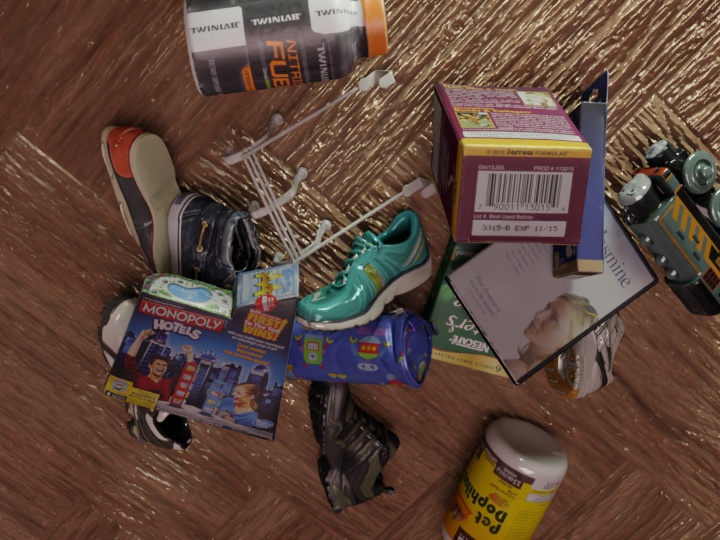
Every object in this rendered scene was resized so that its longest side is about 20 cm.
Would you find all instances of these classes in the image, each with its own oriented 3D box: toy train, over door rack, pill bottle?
[{"bbox_3d":[0.363,-0.045,1.252,0.114,0.085,0.200,-48,112,-13],"label":"toy train"},{"bbox_3d":[-0.034,-0.109,1.229,0.198,0.067,0.149,-27,116,-4],"label":"over door rack"},{"bbox_3d":[-0.072,-0.240,1.139,0.196,0.107,0.108,-8,116,0],"label":"pill bottle"},{"bbox_3d":[0.168,0.291,1.398,0.108,0.110,0.202,17,113,-11],"label":"pill bottle"}]

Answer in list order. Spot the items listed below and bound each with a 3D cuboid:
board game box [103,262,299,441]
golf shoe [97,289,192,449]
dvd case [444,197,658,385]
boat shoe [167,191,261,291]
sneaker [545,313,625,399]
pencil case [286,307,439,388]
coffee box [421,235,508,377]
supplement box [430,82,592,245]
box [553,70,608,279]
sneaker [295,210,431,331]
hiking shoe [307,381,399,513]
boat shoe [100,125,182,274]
[{"bbox_3d":[-0.148,0.069,1.202,0.197,0.062,0.201,18,123,-17],"label":"board game box"},{"bbox_3d":[-0.234,0.116,1.293,0.077,0.094,0.203,-35,127,-33],"label":"golf shoe"},{"bbox_3d":[0.210,0.010,1.244,0.199,0.018,0.144,-35,92,-4],"label":"dvd case"},{"bbox_3d":[-0.157,0.017,1.246,0.090,0.071,0.203,19,127,30],"label":"boat shoe"},{"bbox_3d":[0.266,0.046,1.322,0.086,0.075,0.204,-6,110,-33],"label":"sneaker"},{"bbox_3d":[-0.015,0.083,1.269,0.197,0.078,0.089,0,100,27],"label":"pencil case"},{"bbox_3d":[0.148,0.018,1.306,0.121,0.044,0.203,15,113,-10],"label":"coffee box"},{"bbox_3d":[0.146,-0.112,1.158,0.128,0.201,0.105,1,116,-4],"label":"supplement box"},{"bbox_3d":[0.227,-0.096,1.177,0.032,0.121,0.204,3,86,-1],"label":"box"},{"bbox_3d":[0.000,0.000,1.231,0.077,0.199,0.081,18,130,37],"label":"sneaker"},{"bbox_3d":[-0.005,0.194,1.373,0.099,0.076,0.203,-12,120,-14],"label":"hiking shoe"},{"bbox_3d":[-0.229,-0.067,1.234,0.062,0.071,0.202,15,135,30],"label":"boat shoe"}]
